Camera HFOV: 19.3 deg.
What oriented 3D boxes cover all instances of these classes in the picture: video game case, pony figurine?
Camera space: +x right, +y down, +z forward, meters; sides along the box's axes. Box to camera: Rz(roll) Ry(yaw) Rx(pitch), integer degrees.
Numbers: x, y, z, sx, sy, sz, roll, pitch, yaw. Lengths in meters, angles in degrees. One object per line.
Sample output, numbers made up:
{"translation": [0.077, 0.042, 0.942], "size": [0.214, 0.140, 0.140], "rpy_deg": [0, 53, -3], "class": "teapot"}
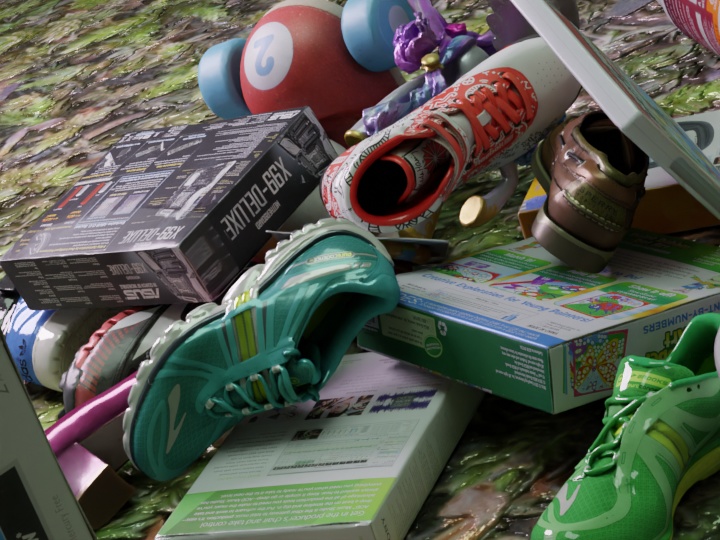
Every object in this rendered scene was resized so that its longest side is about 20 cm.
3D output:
{"translation": [0.179, -0.091, 1.314], "size": [0.017, 0.200, 0.143], "rpy_deg": [-43, 49, 11], "class": "video game case"}
{"translation": [0.077, -0.136, 1.488], "size": [0.166, 0.194, 0.200], "rpy_deg": [17, 60, 42], "class": "pony figurine"}

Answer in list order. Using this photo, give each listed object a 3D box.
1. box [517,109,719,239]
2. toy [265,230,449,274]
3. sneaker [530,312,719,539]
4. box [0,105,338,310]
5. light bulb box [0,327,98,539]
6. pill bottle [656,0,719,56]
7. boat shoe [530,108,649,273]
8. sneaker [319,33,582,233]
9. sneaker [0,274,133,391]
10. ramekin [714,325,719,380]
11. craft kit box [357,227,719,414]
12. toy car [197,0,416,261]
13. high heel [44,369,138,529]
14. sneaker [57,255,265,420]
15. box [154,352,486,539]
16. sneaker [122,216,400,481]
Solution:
{"translation": [0.217, -0.067, 1.468], "size": [0.199, 0.042, 0.119], "rpy_deg": [-12, 24, 23], "class": "box"}
{"translation": [0.000, 0.000, 1.405], "size": [0.114, 0.048, 0.200], "rpy_deg": [2, 1, 2], "class": "toy"}
{"translation": [0.144, 0.090, 1.113], "size": [0.074, 0.084, 0.200], "rpy_deg": [1, 31, 39], "class": "sneaker"}
{"translation": [-0.134, -0.041, 1.466], "size": [0.199, 0.050, 0.158], "rpy_deg": [-4, 36, 44], "class": "box"}
{"translation": [-0.268, 0.116, 1.237], "size": [0.124, 0.199, 0.199], "rpy_deg": [-33, 27, -26], "class": "light bulb box"}
{"translation": [0.299, -0.223, 1.663], "size": [0.109, 0.110, 0.200], "rpy_deg": [-22, 23, -6], "class": "pill bottle"}
{"translation": [0.152, -0.063, 1.327], "size": [0.068, 0.072, 0.200], "rpy_deg": [-60, 8, 21], "class": "boat shoe"}
{"translation": [0.068, -0.086, 1.359], "size": [0.200, 0.068, 0.108], "rpy_deg": [-30, 8, -4], "class": "sneaker"}
{"translation": [-0.202, 0.012, 1.575], "size": [0.111, 0.077, 0.200], "rpy_deg": [11, 43, 35], "class": "sneaker"}
{"translation": [0.285, 0.057, 1.062], "size": [0.201, 0.095, 0.203], "rpy_deg": [-16, 23, 7], "class": "ramekin"}
{"translation": [0.129, 0.022, 1.275], "size": [0.196, 0.049, 0.199], "rpy_deg": [-18, 19, -29], "class": "craft kit box"}
{"translation": [-0.041, -0.083, 1.569], "size": [0.183, 0.177, 0.201], "rpy_deg": [-15, 33, 38], "class": "toy car"}
{"translation": [-0.133, 0.075, 1.357], "size": [0.200, 0.067, 0.096], "rpy_deg": [-50, 39, -8], "class": "high heel"}
{"translation": [-0.112, 0.051, 1.424], "size": [0.200, 0.071, 0.098], "rpy_deg": [-34, 24, -34], "class": "sneaker"}
{"translation": [-0.018, 0.111, 1.262], "size": [0.143, 0.037, 0.200], "rpy_deg": [-7, 24, 27], "class": "box"}
{"translation": [-0.061, 0.052, 1.258], "size": [0.200, 0.078, 0.080], "rpy_deg": [-44, 48, 2], "class": "sneaker"}
